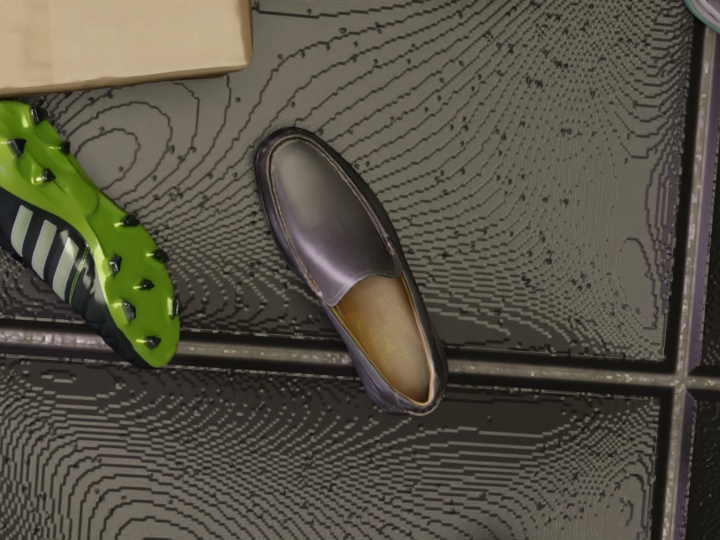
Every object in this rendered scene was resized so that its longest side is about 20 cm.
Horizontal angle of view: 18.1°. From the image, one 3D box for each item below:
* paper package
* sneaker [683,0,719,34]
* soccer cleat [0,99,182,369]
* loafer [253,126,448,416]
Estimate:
[{"bbox_3d":[-0.164,-0.208,1.352,0.189,0.103,0.202,-6,95,-8],"label":"paper package"},{"bbox_3d":[0.302,-0.149,1.409,0.199,0.140,0.078,22,89,-9],"label":"sneaker"},{"bbox_3d":[-0.181,-0.020,1.384,0.200,0.081,0.068,56,45,-25],"label":"soccer cleat"},{"bbox_3d":[0.000,0.000,1.405,0.073,0.072,0.201,-33,97,-5],"label":"loafer"}]
